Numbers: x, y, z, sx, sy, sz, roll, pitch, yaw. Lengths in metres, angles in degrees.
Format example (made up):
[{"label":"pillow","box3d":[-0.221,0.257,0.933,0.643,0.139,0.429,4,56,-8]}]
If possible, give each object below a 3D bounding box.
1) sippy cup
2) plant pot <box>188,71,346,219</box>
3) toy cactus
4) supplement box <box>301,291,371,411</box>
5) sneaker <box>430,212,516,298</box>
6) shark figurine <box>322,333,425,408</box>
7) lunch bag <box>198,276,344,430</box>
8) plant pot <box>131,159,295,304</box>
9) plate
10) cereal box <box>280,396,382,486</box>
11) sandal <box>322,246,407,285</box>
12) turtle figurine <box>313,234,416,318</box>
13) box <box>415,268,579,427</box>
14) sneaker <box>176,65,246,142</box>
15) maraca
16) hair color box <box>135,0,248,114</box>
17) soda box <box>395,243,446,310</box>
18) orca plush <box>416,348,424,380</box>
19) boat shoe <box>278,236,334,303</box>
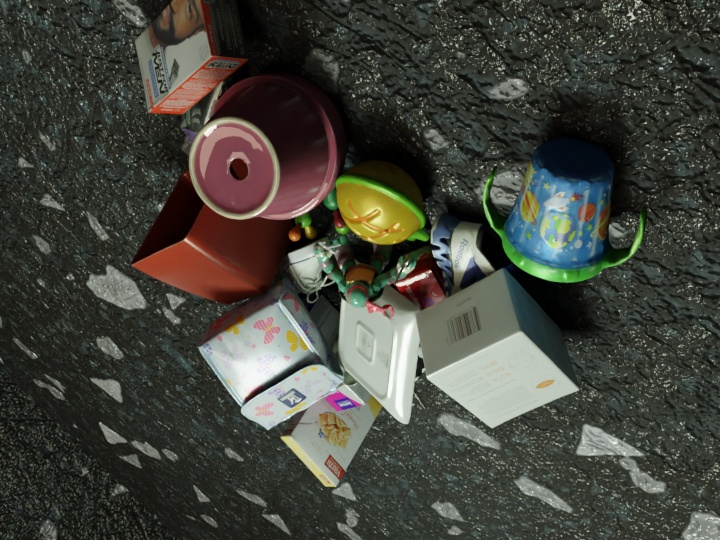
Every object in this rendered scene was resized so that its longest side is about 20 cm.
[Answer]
[{"label":"sippy cup","box3d":[0.244,-0.080,0.981,0.173,0.141,0.133,-6,129,-9]},{"label":"plant pot","box3d":[-0.135,-0.155,1.096,0.195,0.179,0.205,5,109,15]},{"label":"toy cactus","box3d":[-0.079,-0.137,1.222,0.201,0.102,0.165,47,134,-2]},{"label":"supplement box","box3d":[-0.059,0.151,1.512,0.200,0.104,0.100,45,144,-15]},{"label":"sneaker","box3d":[0.179,0.010,1.169,0.113,0.081,0.202,6,134,38]},{"label":"shark figurine","box3d":[0.020,0.176,1.410,0.210,0.131,0.090,-4,148,33]},{"label":"lunch bag","box3d":[-0.139,0.147,1.340,0.167,0.128,0.202,-28,109,10]},{"label":"plant pot","box3d":[-0.225,-0.056,1.347,0.176,0.203,0.198,40,146,-26]},{"label":"plate","box3d":[0.018,0.110,1.280,0.199,0.032,0.204,37,129,47]},{"label":"cereal box","box3d":[-0.051,0.288,1.574,0.039,0.202,0.144,-15,123,47]},{"label":"sandal","box3d":[0.004,0.000,1.335,0.197,0.043,0.077,-3,129,42]},{"label":"turtle figurine","box3d":[0.000,0.000,1.185,0.146,0.201,0.103,12,109,-3]},{"label":"box","box3d":[0.194,0.115,1.157,0.150,0.108,0.199,-28,138,22]},{"label":"sneaker","box3d":[-0.236,-0.256,1.223,0.087,0.076,0.200,41,145,2]},{"label":"maraca","box3d":[0.034,-0.087,1.166,0.135,0.109,0.200,22,169,22]},{"label":"hair color box","box3d":[-0.238,-0.305,1.131,0.198,0.063,0.114,-20,80,48]},{"label":"soda box","box3d":[0.125,0.063,1.269,0.062,0.071,0.202,-20,121,22]},{"label":"orca plush","box3d":[0.084,0.142,1.406,0.104,0.072,0.201,31,144,6]},{"label":"boat shoe","box3d":[-0.084,0.008,1.345,0.088,0.073,0.201,65,157,2]}]
